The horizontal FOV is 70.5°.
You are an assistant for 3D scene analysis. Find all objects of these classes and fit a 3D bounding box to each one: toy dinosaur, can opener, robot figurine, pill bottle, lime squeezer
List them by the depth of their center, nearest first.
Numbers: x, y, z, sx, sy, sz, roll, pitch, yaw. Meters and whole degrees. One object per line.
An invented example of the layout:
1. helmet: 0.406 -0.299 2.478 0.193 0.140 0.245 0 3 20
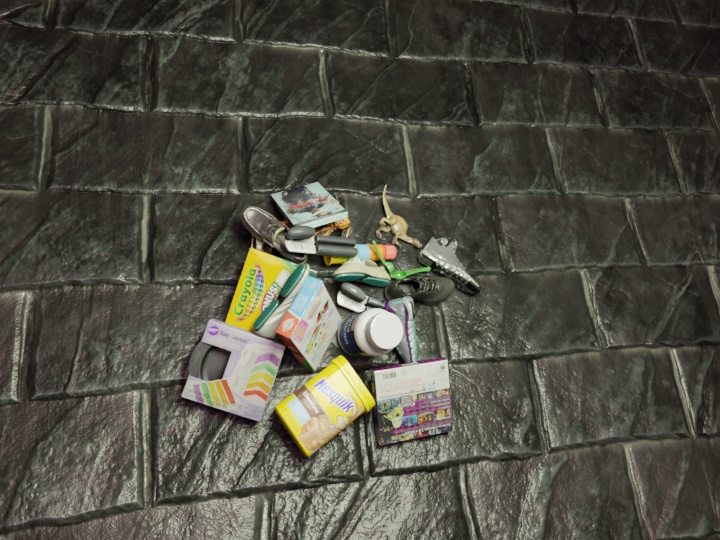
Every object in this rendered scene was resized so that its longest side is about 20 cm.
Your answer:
1. pill bottle: 0.025 0.149 1.224 0.110 0.200 0.113 4 79 -20
2. can opener: -0.091 -0.070 1.248 0.198 0.067 0.054 4 61 -28
3. can opener: 0.031 0.095 1.330 0.198 0.066 0.053 24 68 -11
4. robot figurine: -0.115 -0.118 1.364 0.199 0.058 0.146 -28 83 -21
5. lime squeezer: 0.097 -0.011 1.370 0.199 0.071 0.038 24 31 -27
6. toy dinosaur: 0.088 -0.132 1.434 0.101 0.058 0.201 -33 89 -37

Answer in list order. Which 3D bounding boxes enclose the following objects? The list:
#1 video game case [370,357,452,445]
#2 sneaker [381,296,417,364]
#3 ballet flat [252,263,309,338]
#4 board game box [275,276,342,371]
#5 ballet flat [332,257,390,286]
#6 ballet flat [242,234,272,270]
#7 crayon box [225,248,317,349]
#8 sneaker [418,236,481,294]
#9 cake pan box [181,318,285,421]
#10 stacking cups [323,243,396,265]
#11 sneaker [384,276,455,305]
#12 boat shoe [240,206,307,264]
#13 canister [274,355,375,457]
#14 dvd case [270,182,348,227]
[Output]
1. video game case: 0.128 0.321 1.259 0.197 0.036 0.184 -6 93 -16
2. sneaker: 0.100 0.168 1.309 0.086 0.074 0.203 -4 96 8
3. ballet flat: -0.170 0.076 1.191 0.069 0.069 0.201 38 91 1
4. board game box: -0.115 0.130 1.206 0.040 0.201 0.154 18 64 23
5. ballet flat: 0.000 0.000 1.316 0.199 0.069 0.070 12 64 -48
6. ballet flat: -0.261 -0.035 1.296 0.075 0.064 0.203 4 71 -7
7. crayon box: -0.217 0.068 1.239 0.171 0.058 0.202 19 90 -8
8. sneaker: 0.269 -0.029 1.426 0.199 0.075 0.116 34 64 0
9. cake pan box: -0.293 0.228 1.179 0.198 0.052 0.186 21 83 -6
10. stacking cups: 0.003 -0.049 1.359 0.198 0.060 0.061 -5 72 -23
11. sneaker: 0.168 0.049 1.363 0.198 0.091 0.077 -7 72 -18
12. boat shoe: -0.208 -0.091 1.261 0.200 0.065 0.072 43 71 -7
13. canister: -0.086 0.322 1.208 0.199 0.087 0.149 -34 82 -20
14. dvd case: -0.138 -0.170 1.333 0.145 0.022 0.200 -18 39 -19
